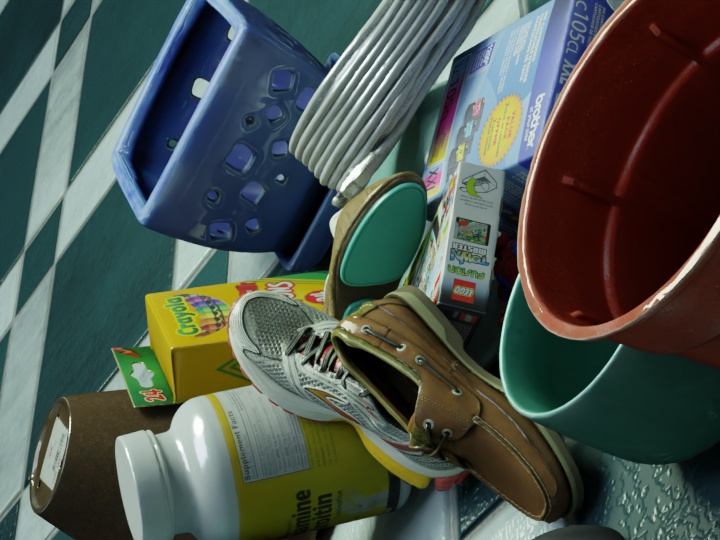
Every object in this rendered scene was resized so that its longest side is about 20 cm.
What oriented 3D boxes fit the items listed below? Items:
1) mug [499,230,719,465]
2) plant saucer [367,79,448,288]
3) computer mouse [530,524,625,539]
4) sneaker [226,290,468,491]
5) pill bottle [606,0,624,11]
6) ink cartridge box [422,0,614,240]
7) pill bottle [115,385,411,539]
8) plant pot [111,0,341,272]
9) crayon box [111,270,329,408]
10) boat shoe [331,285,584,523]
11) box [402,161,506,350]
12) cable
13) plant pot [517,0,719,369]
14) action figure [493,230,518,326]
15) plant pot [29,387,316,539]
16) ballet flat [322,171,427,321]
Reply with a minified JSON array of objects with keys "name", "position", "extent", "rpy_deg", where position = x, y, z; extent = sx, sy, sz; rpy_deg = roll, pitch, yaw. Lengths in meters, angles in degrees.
[{"name":"mug","position":[0.176,0.025,1.139],"extent":[0.185,0.114,0.153],"rpy_deg":[-41,33,45]},{"name":"plant saucer","position":[0.035,-0.074,1.649],"extent":[0.201,0.038,0.202],"rpy_deg":[-47,30,38]},{"name":"computer mouse","position":[0.090,0.228,1.218],"extent":[0.201,0.052,0.139],"rpy_deg":[-54,25,29]},{"name":"sneaker","position":[-0.001,0.068,1.383],"extent":[0.078,0.199,0.082],"rpy_deg":[-57,-8,-30]},{"name":"pill bottle","position":[0.197,-0.260,1.369],"extent":[0.112,0.112,0.201],"rpy_deg":[-48,29,38]},{"name":"ink cartridge box","position":[0.130,-0.109,1.425],"extent":[0.200,0.076,0.138],"rpy_deg":[-23,48,57]},{"name":"pill bottle","position":[-0.070,0.138,1.444],"extent":[0.112,0.198,0.113],"rpy_deg":[169,90,-74]},{"name":"plant pot","position":[-0.093,-0.122,1.797],"extent":[0.201,0.179,0.200],"rpy_deg":[-62,23,12]},{"name":"crayon box","position":[-0.096,0.053,1.613],"extent":[0.127,0.198,0.051],"rpy_deg":[-130,35,-65]},{"name":"boat shoe","position":[0.058,0.096,1.287],"extent":[0.200,0.068,0.072],"rpy_deg":[44,142,32]},{"name":"box","position":[0.058,0.019,1.427],"extent":[0.200,0.034,0.111],"rpy_deg":[113,169,-62]},{"name":"cable","position":[0.022,-0.152,1.549],"extent":[0.201,0.069,0.200],"rpy_deg":[-56,0,11]},{"name":"plant pot","position":[0.213,-0.026,0.996],"extent":[0.201,0.194,0.202],"rpy_deg":[-46,31,39]},{"name":"action figure","position":[0.121,0.014,1.366],"extent":[0.066,0.051,0.200],"rpy_deg":[-65,20,14]},{"name":"plant pot","position":[-0.155,0.168,1.603],"extent":[0.187,0.198,0.189],"rpy_deg":[-45,36,48]},{"name":"ballet flat","position":[0.000,0.000,1.496],"extent":[0.072,0.067,0.202],"rpy_deg":[-124,36,-48]}]
